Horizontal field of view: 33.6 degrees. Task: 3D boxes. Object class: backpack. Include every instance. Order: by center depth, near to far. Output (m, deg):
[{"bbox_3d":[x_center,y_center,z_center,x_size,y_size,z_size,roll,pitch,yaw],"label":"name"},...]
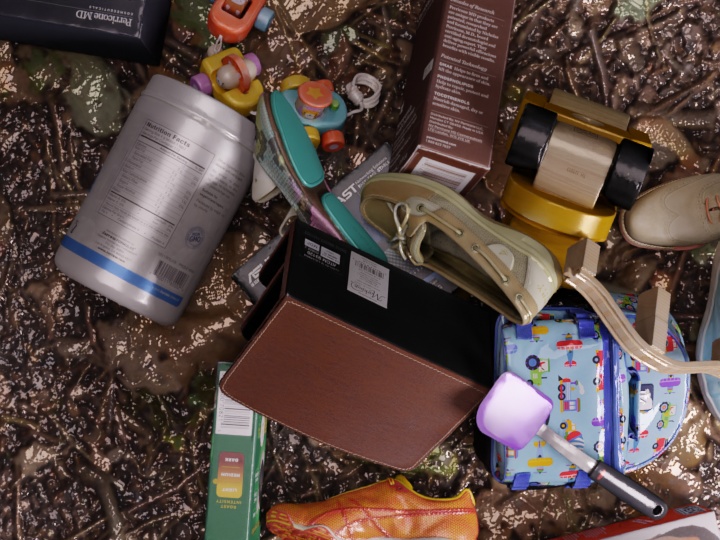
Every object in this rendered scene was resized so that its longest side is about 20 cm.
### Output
[{"bbox_3d":[0.210,0.108,1.079,0.198,0.135,0.184,3,97,-5],"label":"backpack"}]

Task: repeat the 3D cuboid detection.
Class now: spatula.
[{"bbox_3d":[0.182,0.156,1.003,0.199,0.021,0.057,35,96,-11],"label":"spatula"}]

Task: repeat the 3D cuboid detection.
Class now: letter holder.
[{"bbox_3d":[-0.006,0.073,1.037,0.199,0.101,0.142,25,127,-17],"label":"letter holder"}]

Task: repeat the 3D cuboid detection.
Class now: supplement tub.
[{"bbox_3d":[-0.183,-0.063,1.105,0.131,0.132,0.201,27,85,3],"label":"supplement tub"}]

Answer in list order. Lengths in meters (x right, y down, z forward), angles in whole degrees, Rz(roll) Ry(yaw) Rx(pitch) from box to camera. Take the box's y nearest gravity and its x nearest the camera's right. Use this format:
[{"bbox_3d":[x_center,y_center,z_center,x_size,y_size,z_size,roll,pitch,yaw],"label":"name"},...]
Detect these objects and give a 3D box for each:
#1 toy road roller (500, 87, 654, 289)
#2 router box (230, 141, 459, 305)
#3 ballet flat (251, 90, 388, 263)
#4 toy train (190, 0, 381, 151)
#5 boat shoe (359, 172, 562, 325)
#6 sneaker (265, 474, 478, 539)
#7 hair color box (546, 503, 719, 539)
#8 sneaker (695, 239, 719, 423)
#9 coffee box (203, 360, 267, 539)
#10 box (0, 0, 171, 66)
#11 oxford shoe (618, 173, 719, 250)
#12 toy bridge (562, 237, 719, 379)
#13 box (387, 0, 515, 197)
[{"bbox_3d":[0.183,-0.075,1.086,0.122,0.200,0.147,21,110,6],"label":"toy road roller"},{"bbox_3d":[0.000,0.000,1.131,0.200,0.062,0.150,-41,85,-2],"label":"router box"},{"bbox_3d":[-0.053,-0.062,1.072,0.071,0.069,0.201,-32,92,24],"label":"ballet flat"},{"bbox_3d":[-0.076,-0.203,1.130,0.199,0.056,0.151,33,61,0],"label":"toy train"},{"bbox_3d":[0.076,-0.020,1.036,0.200,0.073,0.063,31,56,19],"label":"boat shoe"},{"bbox_3d":[0.010,0.231,1.119,0.198,0.073,0.078,3,63,-3],"label":"sneaker"},{"bbox_3d":[0.237,0.290,1.104,0.198,0.061,0.102,-14,85,-1],"label":"hair color box"},{"bbox_3d":[0.352,0.062,1.088,0.073,0.082,0.202,-4,107,2],"label":"sneaker"},{"bbox_3d":[-0.113,0.184,1.089,0.044,0.123,0.202,3,87,0],"label":"coffee box"},{"bbox_3d":[-0.280,-0.311,1.141,0.198,0.104,0.184,10,84,2],"label":"box"},{"bbox_3d":[0.345,-0.064,1.125,0.198,0.074,0.071,-12,85,0],"label":"oxford shoe"},{"bbox_3d":[0.248,0.047,1.016,0.199,0.027,0.068,30,55,-21],"label":"toy bridge"},{"bbox_3d":[0.084,-0.170,1.093,0.074,0.100,0.201,17,66,-10],"label":"box"}]
